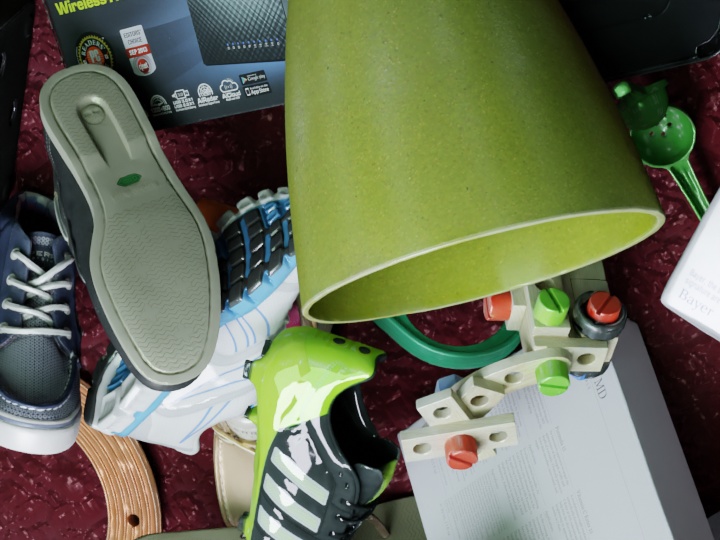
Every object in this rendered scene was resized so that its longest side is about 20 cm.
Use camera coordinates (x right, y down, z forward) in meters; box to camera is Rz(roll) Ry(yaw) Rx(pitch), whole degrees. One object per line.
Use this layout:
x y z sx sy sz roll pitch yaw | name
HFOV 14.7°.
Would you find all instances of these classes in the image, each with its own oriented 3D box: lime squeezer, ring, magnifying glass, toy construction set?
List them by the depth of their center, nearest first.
0.156 -0.069 1.489 0.038 0.200 0.071 -14 58 18 | lime squeezer
0.070 0.010 1.522 0.131 0.200 0.092 2 154 -11 | toy construction set
0.000 0.000 1.584 0.200 0.080 0.022 18 152 0 | magnifying glass
-0.214 0.144 1.758 0.200 0.019 0.201 7 109 21 | ring

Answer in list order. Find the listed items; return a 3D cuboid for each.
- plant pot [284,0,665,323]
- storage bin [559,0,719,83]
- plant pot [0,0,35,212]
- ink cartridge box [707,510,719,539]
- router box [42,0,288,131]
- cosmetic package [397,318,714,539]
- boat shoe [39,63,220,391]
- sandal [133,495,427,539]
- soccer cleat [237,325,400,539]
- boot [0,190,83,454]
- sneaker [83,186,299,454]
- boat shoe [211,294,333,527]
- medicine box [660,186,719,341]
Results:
0.037 -0.096 1.405 0.187 0.187 0.200 -19 79 25 | plant pot
0.105 -0.170 1.491 0.200 0.094 0.135 -11 102 25 | storage bin
-0.297 -0.099 1.624 0.177 0.200 0.200 13 111 7 | plant pot
0.177 0.201 1.568 0.200 0.109 0.050 -36 105 27 | ink cartridge box
-0.088 -0.162 1.560 0.200 0.062 0.150 -9 103 39 | router box
0.112 0.140 1.548 0.151 0.052 0.200 -37 51 29 | cosmetic package
-0.126 -0.017 1.537 0.068 0.072 0.200 107 145 -57 | boat shoe
-0.043 0.162 1.624 0.201 0.080 0.057 -7 127 -8 | sandal
-0.022 0.125 1.534 0.081 0.068 0.200 10 119 18 | soccer cleat
-0.195 0.027 1.621 0.073 0.200 0.090 8 111 -17 | boot
-0.065 0.032 1.564 0.087 0.075 0.200 29 125 -27 | sneaker
-0.059 0.074 1.646 0.074 0.069 0.200 14 111 17 | boat shoe
0.258 -0.063 1.414 0.103 0.182 0.200 32 116 9 | medicine box
